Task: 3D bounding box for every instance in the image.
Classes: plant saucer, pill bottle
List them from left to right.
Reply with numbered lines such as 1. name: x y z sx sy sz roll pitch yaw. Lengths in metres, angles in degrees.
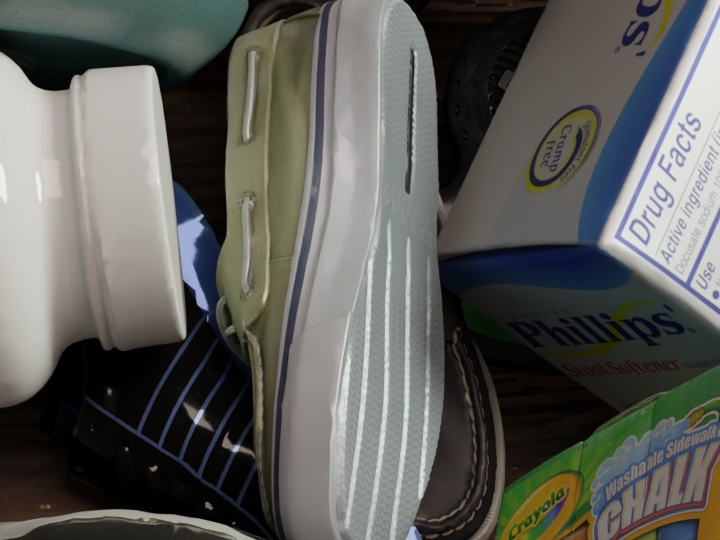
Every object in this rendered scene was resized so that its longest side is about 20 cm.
1. pill bottle: -0.157 -0.009 0.854 0.200 0.113 0.113 -7 56 -1
2. plant saucer: -0.136 -0.078 0.912 0.200 0.200 0.027 4 83 -18

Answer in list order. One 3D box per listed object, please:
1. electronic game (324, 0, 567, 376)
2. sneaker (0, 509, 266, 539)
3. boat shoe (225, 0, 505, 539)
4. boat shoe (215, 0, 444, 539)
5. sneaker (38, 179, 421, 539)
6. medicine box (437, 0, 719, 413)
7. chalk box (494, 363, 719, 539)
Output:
1. electronic game: 0.070 -0.058 1.026 0.200 0.042 0.200 3 72 -8
2. sneaker: -0.106 0.098 0.832 0.200 0.080 0.086 5 9 -4
3. boat shoe: 0.000 0.000 0.952 0.074 0.060 0.200 -12 72 -4
4. boat shoe: -0.013 0.005 0.887 0.062 0.072 0.200 -10 57 24
5. sneaker: -0.051 0.061 0.915 0.078 0.070 0.200 -26 65 -23
6. medicine box: 0.154 -0.028 0.955 0.200 0.103 0.182 35 68 -24
7. chalk box: 0.115 0.112 0.826 0.125 0.124 0.200 30 51 -22
